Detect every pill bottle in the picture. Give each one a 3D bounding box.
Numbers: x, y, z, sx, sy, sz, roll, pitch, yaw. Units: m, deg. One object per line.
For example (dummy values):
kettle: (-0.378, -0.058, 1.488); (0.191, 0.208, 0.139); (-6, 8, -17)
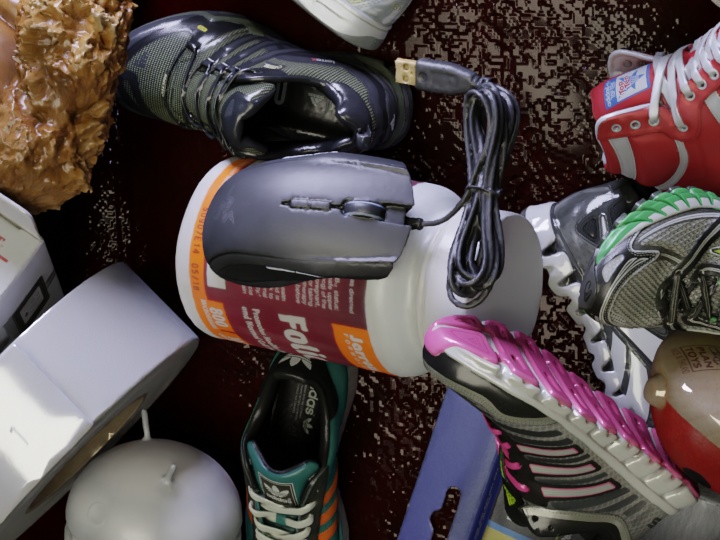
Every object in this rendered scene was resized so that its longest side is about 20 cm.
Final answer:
pill bottle: (0.000, 0.000, 1.382); (0.199, 0.114, 0.115); (10, 107, 31)

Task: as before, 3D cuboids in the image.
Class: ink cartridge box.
ink cartridge box: (-0.253, -0.008, 1.443); (0.115, 0.200, 0.067); (33, 76, 9)
ink cartridge box: (0.115, 0.191, 1.452); (0.199, 0.047, 0.199); (21, 110, 10)

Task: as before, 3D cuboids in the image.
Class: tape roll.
tape roll: (-0.193, 0.089, 1.445); (0.071, 0.202, 0.203); (45, 112, 4)

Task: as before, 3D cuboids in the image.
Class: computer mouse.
computer mouse: (-0.006, -0.058, 1.310); (0.199, 0.046, 0.142); (5, 76, 30)

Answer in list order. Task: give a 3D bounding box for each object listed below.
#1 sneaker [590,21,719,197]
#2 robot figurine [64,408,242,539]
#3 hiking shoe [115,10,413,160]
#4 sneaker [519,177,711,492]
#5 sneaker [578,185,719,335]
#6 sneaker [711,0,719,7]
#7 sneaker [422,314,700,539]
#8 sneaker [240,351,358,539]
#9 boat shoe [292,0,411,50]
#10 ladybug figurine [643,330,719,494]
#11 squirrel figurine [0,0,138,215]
sneaker: (0.194, -0.116, 1.298); (0.112, 0.071, 0.201); (17, 132, 1)
robot figurine: (-0.134, 0.192, 1.489); (0.169, 0.112, 0.201); (38, 131, 47)
hiking shoe: (-0.072, -0.111, 1.409); (0.198, 0.101, 0.076); (9, 105, 16)
sneaker: (0.176, 0.033, 1.376); (0.090, 0.066, 0.201); (-30, 87, 23)
sneaker: (0.211, 0.004, 1.289); (0.085, 0.198, 0.078); (-121, 35, -43)
sneaker: (0.230, -0.194, 1.309); (0.199, 0.078, 0.100); (6, 112, 27)
sneaker: (0.099, 0.101, 1.305); (0.199, 0.074, 0.088); (34, 106, -29)
sneaker: (-0.047, 0.137, 1.471); (0.071, 0.080, 0.202); (9, 106, 16)
boat shoe: (-0.051, -0.217, 1.394); (0.202, 0.074, 0.065); (41, 106, 1)
ladybug figurine: (0.243, 0.091, 1.322); (0.199, 0.136, 0.072); (14, 119, -20)
squirrel figurine: (-0.195, -0.141, 1.412); (0.199, 0.141, 0.187); (27, 79, 43)
